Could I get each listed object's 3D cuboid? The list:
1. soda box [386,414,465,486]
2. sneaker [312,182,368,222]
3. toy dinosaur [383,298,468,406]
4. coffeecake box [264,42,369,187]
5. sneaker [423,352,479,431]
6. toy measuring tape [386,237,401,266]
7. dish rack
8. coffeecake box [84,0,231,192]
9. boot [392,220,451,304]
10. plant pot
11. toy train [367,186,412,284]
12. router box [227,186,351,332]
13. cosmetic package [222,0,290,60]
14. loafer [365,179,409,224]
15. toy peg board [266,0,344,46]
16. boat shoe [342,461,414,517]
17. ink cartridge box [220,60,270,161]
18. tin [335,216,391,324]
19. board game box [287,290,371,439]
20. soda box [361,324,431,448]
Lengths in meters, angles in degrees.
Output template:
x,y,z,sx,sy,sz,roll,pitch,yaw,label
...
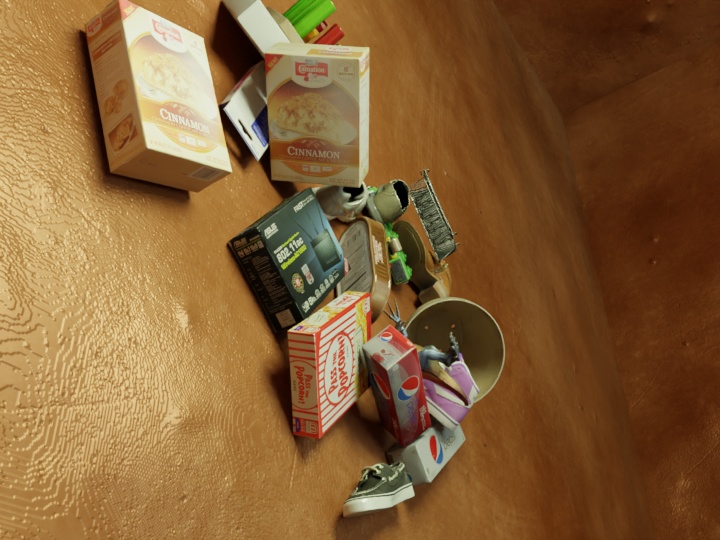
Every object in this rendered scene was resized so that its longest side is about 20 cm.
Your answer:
x,y,z,sx,sy,sz,roll,pitch,yaw,label
0.118,0.309,1.340,0.199,0.063,0.070,-21,89,-64,soda box
-0.016,-0.133,1.368,0.077,0.090,0.199,66,26,-2,sneaker
0.071,0.143,1.256,0.105,0.177,0.206,15,63,-78,toy dinosaur
-0.065,-0.245,1.200,0.073,0.149,0.205,-65,158,-59,coffeecake box
0.118,0.172,1.328,0.199,0.115,0.073,37,5,-5,sneaker
0.029,-0.028,1.357,0.200,0.072,0.075,162,-94,-85,toy measuring tape
0.141,-0.108,1.479,0.200,0.053,0.157,41,24,-79,dish rack
-0.259,-0.220,0.985,0.152,0.072,0.205,8,64,-58,coffeecake box
0.135,-0.026,1.596,0.203,0.076,0.155,58,23,-6,boot
0.159,0.139,1.431,0.204,0.197,0.135,62,1,-11,plant pot
0.050,-0.068,1.490,0.056,0.041,0.205,-30,99,-77,toy train
-0.101,-0.022,1.165,0.152,0.061,0.200,62,28,-12,router box
-0.142,-0.370,1.274,0.201,0.051,0.151,51,2,-34,cosmetic package
0.069,-0.132,1.445,0.077,0.068,0.200,63,20,-10,loafer
-0.066,-0.396,1.359,0.200,0.097,0.201,51,4,-29,toy peg board
0.022,0.328,1.152,0.199,0.069,0.065,18,56,-66,boat shoe
-0.170,-0.257,1.232,0.096,0.036,0.202,56,27,-25,ink cartridge box
0.000,0.000,1.280,0.041,0.112,0.204,19,46,-28,tin
-0.040,0.133,1.131,0.199,0.045,0.156,-33,124,-62,board game box
0.060,0.187,1.211,0.070,0.063,0.203,37,-28,41,soda box
